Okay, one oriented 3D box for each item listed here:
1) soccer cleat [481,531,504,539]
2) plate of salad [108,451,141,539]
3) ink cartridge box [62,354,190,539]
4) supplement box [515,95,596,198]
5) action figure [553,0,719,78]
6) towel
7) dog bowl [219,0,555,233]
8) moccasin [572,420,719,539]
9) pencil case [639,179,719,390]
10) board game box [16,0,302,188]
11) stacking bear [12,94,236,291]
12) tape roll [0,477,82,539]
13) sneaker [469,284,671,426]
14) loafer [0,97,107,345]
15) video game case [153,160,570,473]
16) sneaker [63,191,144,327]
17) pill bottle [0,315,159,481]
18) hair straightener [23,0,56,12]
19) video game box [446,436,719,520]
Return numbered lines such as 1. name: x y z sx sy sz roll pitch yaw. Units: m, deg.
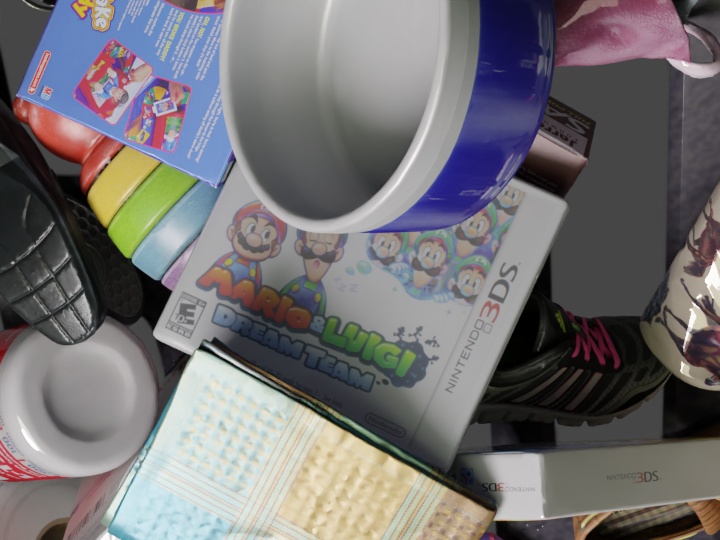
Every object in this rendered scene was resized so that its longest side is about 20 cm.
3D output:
1. soccer cleat: 0.123 0.243 1.193 0.076 0.067 0.200 -44 99 -1
2. plate of salad: -0.057 0.172 0.968 0.200 0.048 0.200 3 108 8
3. ink cartridge box: -0.109 0.175 1.097 0.145 0.200 0.147 39 103 -13
4. supplement box: 0.058 -0.036 1.026 0.109 0.061 0.200 29 124 -4
5. action figure: 0.089 -0.134 0.919 0.200 0.134 0.149 -40 133 6
6. towel: -0.039 0.145 0.922 0.200 0.022 0.147 30 110 -4
7. dog bowl: 0.009 -0.120 0.839 0.079 0.200 0.200 0 135 -39
8. moccasin: 0.239 0.153 1.089 0.201 0.078 0.074 -19 115 24
9. pencil case: 0.254 -0.014 0.982 0.089 0.078 0.200 32 124 11
10. board game box: -0.104 -0.169 0.942 0.134 0.045 0.200 25 97 -2
11. stacking bear: -0.136 -0.064 1.029 0.200 0.114 0.121 43 88 -1
12. tape roll: -0.269 0.265 1.210 0.139 0.203 0.203 -25 113 25
13. sneaker: 0.126 0.051 1.014 0.200 0.074 0.087 -3 141 -19
14. loafer: -0.220 -0.045 1.024 0.073 0.072 0.200 -30 88 23
15. video game case: 0.000 0.000 0.949 0.200 0.024 0.182 24 84 10
16. sneaker: -0.266 -0.006 1.120 0.202 0.077 0.146 39 131 -21
17. pill bottle: -0.235 0.094 1.112 0.112 0.112 0.200 49 149 -17
18. hair straightener: -0.158 -0.173 1.005 0.200 0.041 0.077 16 123 3
19. video game box: 0.113 0.136 1.018 0.182 0.200 0.047 -12 80 46
